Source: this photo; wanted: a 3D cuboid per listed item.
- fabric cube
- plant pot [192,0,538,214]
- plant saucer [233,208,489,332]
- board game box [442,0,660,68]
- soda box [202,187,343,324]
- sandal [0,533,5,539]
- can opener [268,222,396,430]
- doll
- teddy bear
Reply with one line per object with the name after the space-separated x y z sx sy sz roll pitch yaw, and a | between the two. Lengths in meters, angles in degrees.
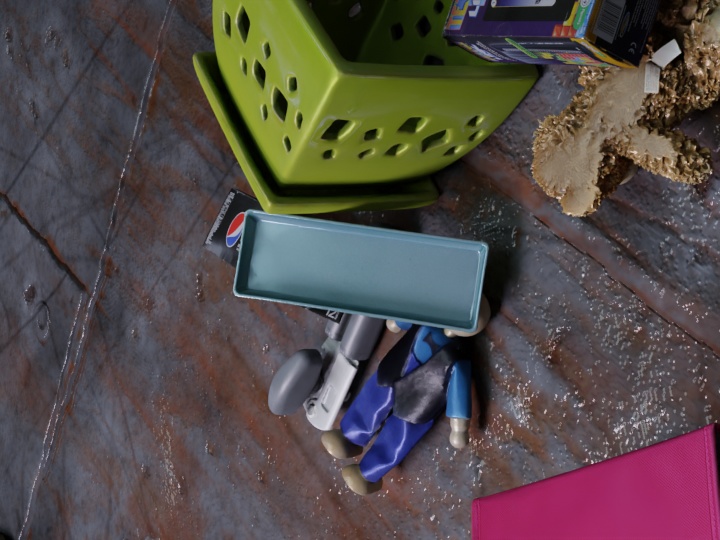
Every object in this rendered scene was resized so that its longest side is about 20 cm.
0.202 0.222 0.854 0.199 0.199 0.198 -29 54 47 | fabric cube
-0.013 -0.157 1.159 0.201 0.197 0.182 62 139 30 | plant pot
0.000 0.000 1.146 0.198 0.019 0.071 8 87 12 | plant saucer
0.150 -0.243 1.007 0.165 0.056 0.202 16 87 59 | board game box
-0.068 -0.016 1.271 0.064 0.070 0.200 -65 26 2 | soda box
-0.506 0.370 1.874 0.199 0.054 0.081 1 91 51 | sandal
-0.015 0.053 1.262 0.053 0.066 0.201 47 120 41 | can opener
0.047 0.094 1.192 0.201 0.048 0.137 -56 48 27 | doll
0.200 -0.125 1.002 0.145 0.066 0.202 34 110 36 | teddy bear
